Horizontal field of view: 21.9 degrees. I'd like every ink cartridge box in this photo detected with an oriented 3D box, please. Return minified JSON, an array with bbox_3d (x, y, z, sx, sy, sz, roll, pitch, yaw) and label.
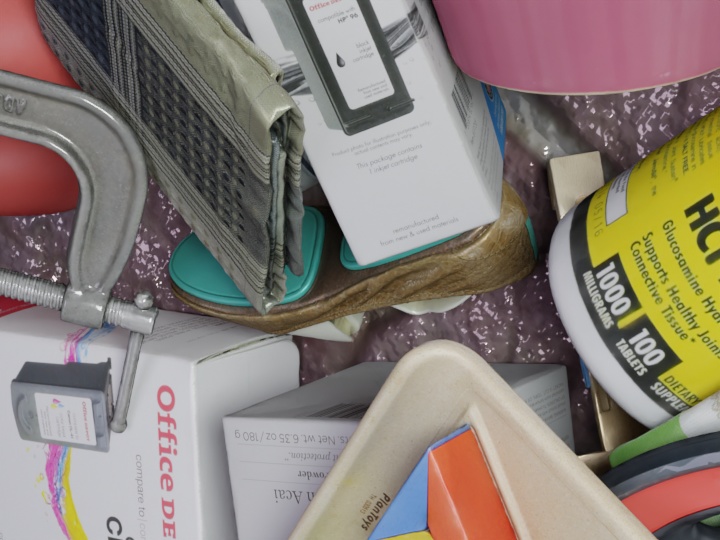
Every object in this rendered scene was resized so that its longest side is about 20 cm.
[{"bbox_3d":[-0.135,0.097,1.002,0.200,0.086,0.148,6,103,37],"label":"ink cartridge box"},{"bbox_3d":[-0.005,-0.119,0.785,0.068,0.116,0.200,-18,115,15],"label":"ink cartridge box"}]

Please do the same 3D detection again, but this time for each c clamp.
[{"bbox_3d":[-0.183,-0.019,0.874,0.200,0.027,0.171,20,118,-5],"label":"c clamp"}]

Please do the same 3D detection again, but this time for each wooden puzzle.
[{"bbox_3d":[0.053,0.153,0.734,0.200,0.046,0.185,43,131,15],"label":"wooden puzzle"}]

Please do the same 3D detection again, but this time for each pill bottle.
[{"bbox_3d":[0.179,-0.024,0.724,0.200,0.112,0.113,-36,78,35],"label":"pill bottle"}]

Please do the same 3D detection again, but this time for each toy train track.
[{"bbox_3d":[0.112,0.048,0.834,0.115,0.033,0.200,-10,84,-2],"label":"toy train track"}]

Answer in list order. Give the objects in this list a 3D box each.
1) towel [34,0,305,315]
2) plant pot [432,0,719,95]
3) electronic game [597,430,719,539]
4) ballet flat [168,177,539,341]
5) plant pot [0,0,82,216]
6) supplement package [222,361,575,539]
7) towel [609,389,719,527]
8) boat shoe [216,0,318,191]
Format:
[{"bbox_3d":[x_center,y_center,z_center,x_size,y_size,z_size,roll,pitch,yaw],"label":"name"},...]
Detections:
[{"bbox_3d":[-0.084,-0.092,0.811,0.200,0.035,0.193,52,161,18],"label":"towel"},{"bbox_3d":[0.088,-0.173,0.724,0.200,0.200,0.179,12,122,34],"label":"plant pot"},{"bbox_3d":[0.172,0.126,0.742,0.200,0.042,0.200,5,139,5],"label":"electronic game"},{"bbox_3d":[0.000,0.000,0.893,0.200,0.072,0.068,-14,49,33],"label":"ballet flat"},{"bbox_3d":[-0.231,-0.114,0.968,0.200,0.177,0.201,9,106,34],"label":"plant pot"},{"bbox_3d":[0.028,0.152,0.871,0.121,0.120,0.200,-2,99,36],"label":"supplement package"},{"bbox_3d":[0.216,0.058,0.718,0.200,0.149,0.031,-34,35,37],"label":"towel"},{"bbox_3d":[-0.079,-0.124,0.916,0.086,0.075,0.202,-27,90,20],"label":"boat shoe"}]
